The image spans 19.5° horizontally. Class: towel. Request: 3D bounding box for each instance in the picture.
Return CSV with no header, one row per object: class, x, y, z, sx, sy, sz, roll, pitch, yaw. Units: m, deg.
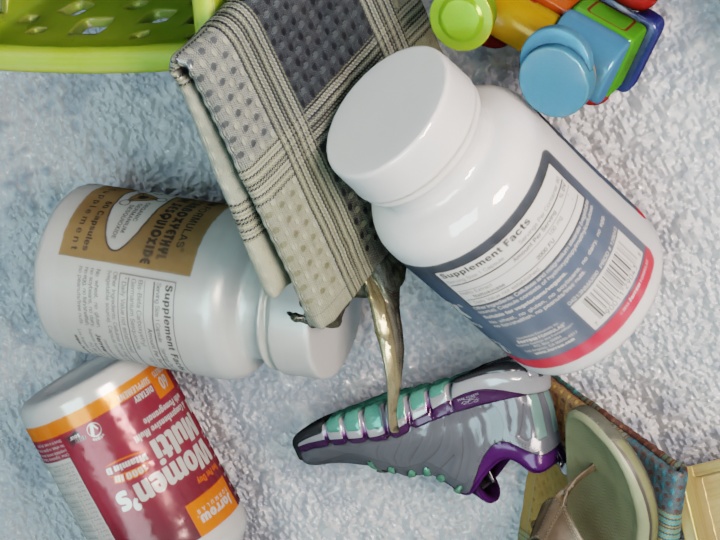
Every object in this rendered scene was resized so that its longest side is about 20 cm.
towel,-0.018,-0.095,1.234,0.034,0.193,0.201,4,131,40
towel,0.151,0.184,1.352,0.146,0.022,0.201,36,128,48

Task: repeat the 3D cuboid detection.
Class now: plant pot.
plant pot,-0.140,-0.239,1.262,0.199,0.181,0.200,3,113,25

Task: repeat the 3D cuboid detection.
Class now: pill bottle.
pill bottle,0.076,-0.037,1.227,0.119,0.120,0.200,-25,131,32
pill bottle,-0.105,0.011,1.390,0.199,0.114,0.115,10,115,22
pill bottle,-0.147,0.158,1.475,0.109,0.110,0.201,-23,100,32

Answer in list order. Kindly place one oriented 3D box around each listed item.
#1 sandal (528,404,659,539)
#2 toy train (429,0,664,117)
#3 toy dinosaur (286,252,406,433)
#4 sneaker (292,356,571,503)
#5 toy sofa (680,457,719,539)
sandal,0.135,0.181,1.301,0.080,0.057,0.202,35,127,49
toy train,0.070,-0.162,1.228,0.199,0.116,0.085,31,121,11
toy dinosaur,0.000,0.000,1.313,0.047,0.088,0.202,-6,82,42
sneaker,0.043,0.119,1.375,0.199,0.074,0.088,-19,89,35
toy sofa,0.298,0.135,1.273,0.199,0.097,0.083,-20,78,32
